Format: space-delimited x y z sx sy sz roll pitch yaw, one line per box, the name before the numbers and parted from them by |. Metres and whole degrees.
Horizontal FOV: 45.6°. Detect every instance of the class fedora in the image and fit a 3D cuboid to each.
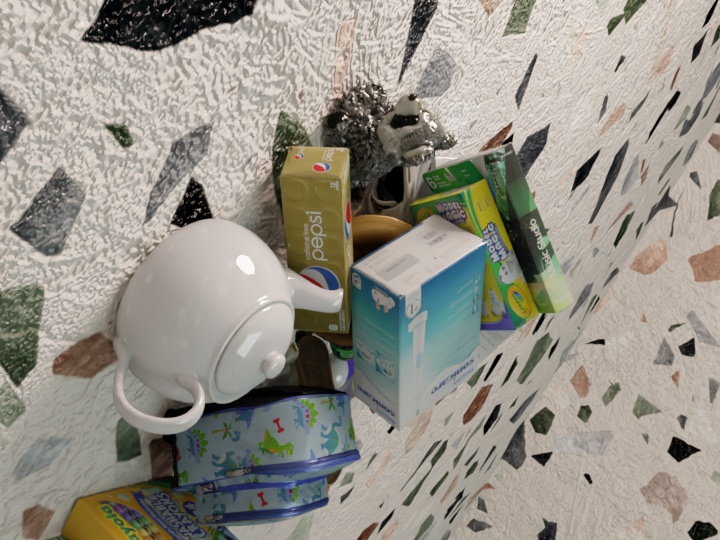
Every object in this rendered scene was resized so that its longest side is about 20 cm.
fedora | 0.000 0.000 1.073 0.196 0.082 0.204 -10 129 -12

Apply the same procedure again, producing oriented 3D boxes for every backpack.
backpack | -0.102 0.213 0.994 0.196 0.151 0.182 -16 169 24

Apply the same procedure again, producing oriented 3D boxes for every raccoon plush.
raccoon plush | 0.038 -0.120 0.967 0.097 0.133 0.202 -45 154 -24

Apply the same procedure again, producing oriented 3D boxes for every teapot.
teapot | -0.136 0.059 0.846 0.202 0.145 0.197 -55 156 1

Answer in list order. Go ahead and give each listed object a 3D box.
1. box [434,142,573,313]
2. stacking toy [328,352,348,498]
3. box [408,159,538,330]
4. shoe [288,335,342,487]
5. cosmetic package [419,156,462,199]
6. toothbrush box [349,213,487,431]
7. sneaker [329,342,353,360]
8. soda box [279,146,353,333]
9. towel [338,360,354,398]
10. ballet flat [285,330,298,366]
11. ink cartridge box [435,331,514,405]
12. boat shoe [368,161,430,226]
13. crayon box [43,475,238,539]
box | 0.170 -0.045 1.037 0.036 0.203 0.144 -28 -171 -20
stacking toy | -0.072 0.210 1.205 0.203 0.144 0.147 -64 159 -15
box | 0.130 -0.027 1.032 0.048 0.204 0.117 -26 -172 -27
shoe | -0.061 0.189 1.136 0.069 0.204 0.053 8 151 -27
cosmetic package | 0.128 -0.045 1.142 0.111 0.081 0.205 -1 89 -29
toothbrush box | 0.068 0.061 1.004 0.145 0.085 0.203 -31 135 -32
sneaker | 0.033 0.052 1.189 0.198 0.079 0.085 -30 166 -23
soda box | -0.044 -0.031 0.935 0.065 0.066 0.204 -78 169 -54
towel | -0.039 0.188 1.347 0.199 0.023 0.146 -37 149 -37
ballet flat | -0.104 0.079 1.030 0.069 0.069 0.202 -42 152 -29
ink cartridge box | 0.148 0.076 1.266 0.176 0.044 0.201 -46 -162 19
boat shoe | 0.038 -0.093 1.099 0.065 0.073 0.204 -22 130 -44
crayon box | -0.244 0.305 0.969 0.052 0.125 0.199 -60 156 11
